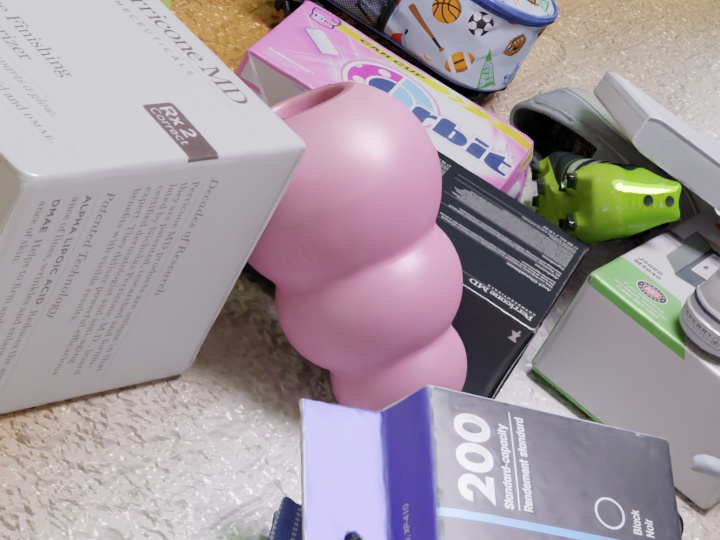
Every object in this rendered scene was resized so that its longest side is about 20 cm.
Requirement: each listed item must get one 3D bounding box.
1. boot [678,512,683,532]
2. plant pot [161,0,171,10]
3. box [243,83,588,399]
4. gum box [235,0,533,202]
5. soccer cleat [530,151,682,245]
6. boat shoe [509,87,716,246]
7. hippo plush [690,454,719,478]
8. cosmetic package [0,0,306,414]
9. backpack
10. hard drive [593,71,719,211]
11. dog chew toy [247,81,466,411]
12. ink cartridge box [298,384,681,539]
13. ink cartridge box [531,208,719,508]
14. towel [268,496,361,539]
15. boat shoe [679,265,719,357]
[{"bbox_3d":[0.092,0.134,1.174,0.200,0.068,0.131,31,23,-12],"label":"boot"},{"bbox_3d":[-0.219,-0.157,1.246,0.184,0.201,0.201,21,28,-39],"label":"plant pot"},{"bbox_3d":[0.025,-0.015,1.323,0.200,0.079,0.141,33,26,5],"label":"box"},{"bbox_3d":[0.015,-0.090,1.442,0.200,0.066,0.114,32,31,5],"label":"gum box"},{"bbox_3d":[0.161,-0.044,1.440,0.081,0.068,0.200,2,4,-7],"label":"soccer cleat"},{"bbox_3d":[0.178,-0.061,1.554,0.071,0.070,0.201,-11,44,-34],"label":"boat shoe"},{"bbox_3d":[0.309,0.177,1.187,0.200,0.159,0.161,37,35,-26],"label":"hippo plush"},{"bbox_3d":[-0.172,-0.043,1.101,0.165,0.165,0.200,45,32,24],"label":"cosmetic package"},{"bbox_3d":[0.058,-0.223,1.621,0.190,0.154,0.200,41,26,0],"label":"backpack"},{"bbox_3d":[0.228,-0.076,1.463,0.132,0.027,0.200,35,11,-9],"label":"hard drive"},{"bbox_3d":[0.000,0.000,1.195,0.125,0.124,0.201,-45,118,-60],"label":"dog chew toy"},{"bbox_3d":[0.069,0.155,1.037,0.199,0.043,0.199,12,54,-21],"label":"ink cartridge box"},{"bbox_3d":[0.224,0.051,1.388,0.145,0.084,0.200,39,30,16],"label":"ink cartridge box"},{"bbox_3d":[0.038,0.198,1.055,0.199,0.024,0.145,23,35,-9],"label":"towel"},{"bbox_3d":[0.282,0.017,1.334,0.200,0.067,0.074,-6,46,-48],"label":"boat shoe"}]
